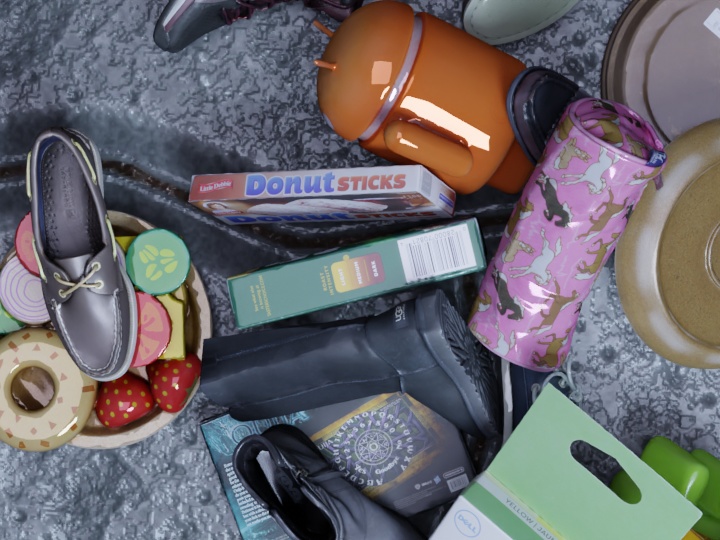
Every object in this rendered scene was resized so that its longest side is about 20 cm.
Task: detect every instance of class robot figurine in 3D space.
[{"bbox_3d":[0.051,-0.134,1.292,0.198,0.116,0.145,24,71,-15],"label":"robot figurine"},{"bbox_3d":[0.225,0.235,1.295,0.174,0.116,0.202,20,98,-29],"label":"robot figurine"}]

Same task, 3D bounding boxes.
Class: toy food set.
[{"bbox_3d":[-0.218,0.046,1.359,0.197,0.049,0.201,-2,91,4],"label":"toy food set"}]

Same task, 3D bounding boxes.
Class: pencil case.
[{"bbox_3d":[0.149,-0.023,1.221,0.086,0.083,0.201,31,118,11],"label":"pencil case"}]

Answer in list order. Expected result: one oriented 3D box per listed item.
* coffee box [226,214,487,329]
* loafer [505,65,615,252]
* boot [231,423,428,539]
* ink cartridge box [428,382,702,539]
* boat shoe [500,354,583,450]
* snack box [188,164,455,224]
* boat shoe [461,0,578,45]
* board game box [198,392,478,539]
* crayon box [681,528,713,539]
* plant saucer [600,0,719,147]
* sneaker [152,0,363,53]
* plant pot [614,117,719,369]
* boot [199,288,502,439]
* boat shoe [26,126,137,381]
[{"bbox_3d":[0.000,0.000,1.307,0.197,0.123,0.045,-14,91,6],"label":"coffee box"},{"bbox_3d":[0.186,-0.080,1.272,0.072,0.063,0.200,-53,126,-13],"label":"loafer"},{"bbox_3d":[-0.018,0.200,1.278,0.199,0.132,0.070,38,93,2],"label":"boot"},{"bbox_3d":[0.135,0.199,1.209,0.145,0.048,0.201,40,132,12],"label":"ink cartridge box"},{"bbox_3d":[0.142,0.110,1.299,0.061,0.075,0.202,-6,64,23],"label":"boat shoe"},{"bbox_3d":[-0.031,-0.058,1.299,0.198,0.072,0.025,-1,76,25],"label":"snack box"},{"bbox_3d":[0.158,-0.258,1.323,0.201,0.061,0.072,-39,127,7],"label":"boat shoe"},{"bbox_3d":[-0.016,0.149,1.357,0.198,0.028,0.137,-21,89,5],"label":"board game box"},{"bbox_3d":[0.248,0.270,1.216,0.125,0.052,0.201,29,97,-40],"label":"crayon box"},{"bbox_3d":[0.290,-0.149,1.330,0.197,0.029,0.203,0,91,5],"label":"plant saucer"},{"bbox_3d":[-0.064,-0.219,1.332,0.200,0.076,0.116,-44,91,3],"label":"sneaker"},{"bbox_3d":[0.288,-0.017,1.288,0.198,0.027,0.203,-6,107,-21],"label":"plant pot"},{"bbox_3d":[-0.005,0.091,1.297,0.198,0.066,0.165,-16,134,17],"label":"boot"},{"bbox_3d":[-0.220,-0.012,1.304,0.071,0.060,0.203,-9,90,4],"label":"boat shoe"}]
